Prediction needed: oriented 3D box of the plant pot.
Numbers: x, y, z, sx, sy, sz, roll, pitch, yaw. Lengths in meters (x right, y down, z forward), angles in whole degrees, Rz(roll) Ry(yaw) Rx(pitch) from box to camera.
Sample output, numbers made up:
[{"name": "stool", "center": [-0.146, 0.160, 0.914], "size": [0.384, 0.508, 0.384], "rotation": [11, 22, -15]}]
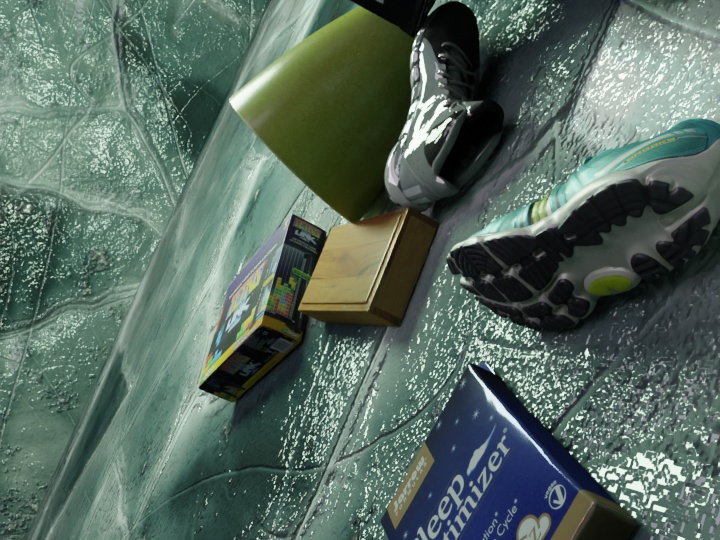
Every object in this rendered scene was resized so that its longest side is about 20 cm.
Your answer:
[{"name": "plant pot", "center": [-0.001, -0.185, 0.893], "size": [0.200, 0.187, 0.187], "rotation": [-45, 22, 7]}]

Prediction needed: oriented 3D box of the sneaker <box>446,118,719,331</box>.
[{"name": "sneaker", "center": [0.128, -0.022, 0.490], "size": [0.200, 0.078, 0.080], "rotation": [-27, 21, 54]}]

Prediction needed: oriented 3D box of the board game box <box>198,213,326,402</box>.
[{"name": "board game box", "center": [-0.124, 0.050, 1.062], "size": [0.200, 0.056, 0.166], "rotation": [-43, 29, 47]}]

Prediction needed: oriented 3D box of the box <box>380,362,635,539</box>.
[{"name": "box", "center": [0.066, 0.134, 0.487], "size": [0.122, 0.032, 0.200], "rotation": [-62, 18, 8]}]

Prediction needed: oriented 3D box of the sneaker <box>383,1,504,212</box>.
[{"name": "sneaker", "center": [0.091, -0.150, 0.739], "size": [0.115, 0.075, 0.202], "rotation": [-5, 70, 62]}]

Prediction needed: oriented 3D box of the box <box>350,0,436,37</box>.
[{"name": "box", "center": [0.039, -0.345, 0.773], "size": [0.201, 0.147, 0.104], "rotation": [-60, -2, -14]}]

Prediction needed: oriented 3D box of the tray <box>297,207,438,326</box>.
[{"name": "tray", "center": [0.000, 0.000, 0.826], "size": [0.200, 0.037, 0.099], "rotation": [-5, 61, 68]}]
